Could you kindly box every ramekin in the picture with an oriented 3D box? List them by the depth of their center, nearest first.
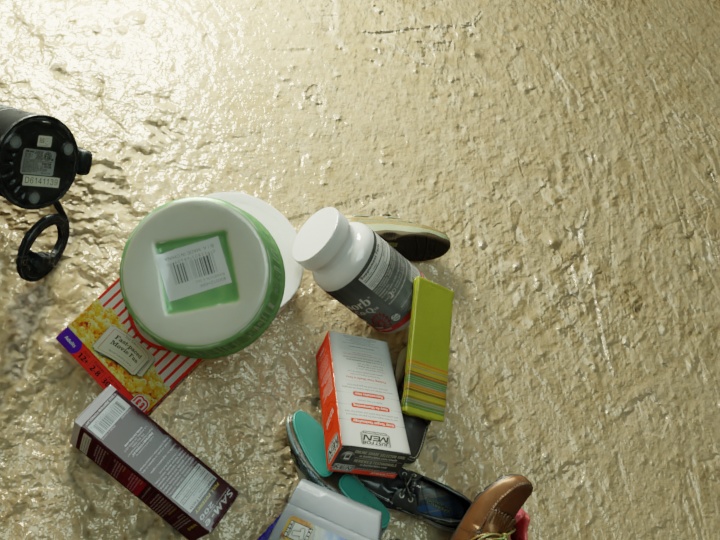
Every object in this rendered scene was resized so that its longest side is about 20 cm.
[{"bbox_3d":[-0.192,0.007,0.825,0.198,0.098,0.202,0,84,-5],"label":"ramekin"}]

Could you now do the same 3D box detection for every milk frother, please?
[{"bbox_3d":[-0.470,-0.111,0.886,0.187,0.180,0.201,19,84,25],"label":"milk frother"}]

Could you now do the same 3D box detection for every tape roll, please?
[{"bbox_3d":[-0.186,-0.013,1.001,0.201,0.071,0.204,11,61,-20],"label":"tape roll"}]

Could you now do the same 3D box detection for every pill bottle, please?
[{"bbox_3d":[0.000,0.000,1.020,0.200,0.115,0.117,38,51,-32],"label":"pill bottle"}]

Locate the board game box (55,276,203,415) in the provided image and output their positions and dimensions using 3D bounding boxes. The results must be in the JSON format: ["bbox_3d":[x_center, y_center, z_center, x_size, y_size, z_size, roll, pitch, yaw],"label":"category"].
[{"bbox_3d":[-0.264,0.071,0.886,0.151,0.046,0.200,44,82,1],"label":"board game box"}]

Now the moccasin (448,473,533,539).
[{"bbox_3d":[0.167,0.364,0.919,0.201,0.078,0.074,-47,126,-6],"label":"moccasin"}]

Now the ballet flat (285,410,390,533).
[{"bbox_3d":[-0.046,0.284,0.918,0.074,0.074,0.200,-32,78,-34],"label":"ballet flat"}]

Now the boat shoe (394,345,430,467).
[{"bbox_3d":[0.081,0.189,1.014,0.073,0.065,0.201,30,48,-25],"label":"boat shoe"}]

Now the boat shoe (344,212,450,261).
[{"bbox_3d":[0.059,-0.068,1.155,0.198,0.072,0.077,7,46,-24],"label":"boat shoe"}]

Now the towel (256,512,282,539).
[{"bbox_3d":[-0.050,0.381,0.825,0.199,0.050,0.147,30,46,25],"label":"towel"}]

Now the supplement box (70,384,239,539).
[{"bbox_3d":[-0.250,0.236,0.820,0.200,0.109,0.061,41,54,-2],"label":"supplement box"}]

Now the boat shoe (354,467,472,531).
[{"bbox_3d":[0.074,0.315,0.961,0.199,0.066,0.070,29,55,-10],"label":"boat shoe"}]

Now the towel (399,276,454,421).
[{"bbox_3d":[0.099,0.115,0.996,0.086,0.018,0.202,24,65,-39],"label":"towel"}]

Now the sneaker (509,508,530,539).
[{"bbox_3d":[0.193,0.421,0.943,0.073,0.087,0.201,31,55,-27],"label":"sneaker"}]

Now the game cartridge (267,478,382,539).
[{"bbox_3d":[-0.055,0.355,0.798,0.132,0.042,0.201,14,48,20],"label":"game cartridge"}]

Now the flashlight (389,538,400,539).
[{"bbox_3d":[-0.015,0.424,0.867,0.199,0.068,0.068,-25,53,-28],"label":"flashlight"}]

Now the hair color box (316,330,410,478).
[{"bbox_3d":[-0.001,0.183,0.954,0.101,0.062,0.201,13,37,-19],"label":"hair color box"}]
